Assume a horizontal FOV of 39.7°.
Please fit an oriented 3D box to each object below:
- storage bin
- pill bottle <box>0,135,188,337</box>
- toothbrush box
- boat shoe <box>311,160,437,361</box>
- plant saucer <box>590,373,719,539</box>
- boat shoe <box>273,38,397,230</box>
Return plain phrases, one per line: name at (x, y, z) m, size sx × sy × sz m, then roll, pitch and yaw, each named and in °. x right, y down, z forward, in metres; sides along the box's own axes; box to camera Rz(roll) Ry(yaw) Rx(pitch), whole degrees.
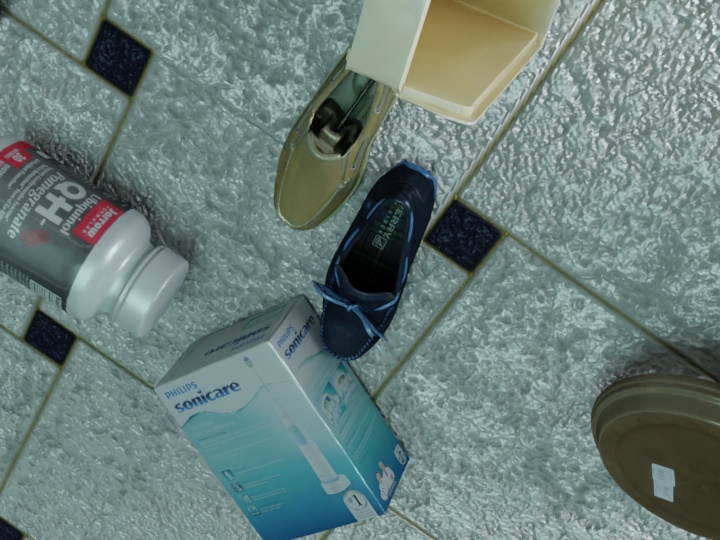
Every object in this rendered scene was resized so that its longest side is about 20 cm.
storage bin at (0.084, -0.219, 0.609) m, size 0.094 × 0.199 × 0.200 m, roll 25°, pitch 124°, yaw 10°
pill bottle at (-0.260, -0.026, 0.896) m, size 0.200 × 0.111 × 0.111 m, roll 31°, pitch 124°, yaw 1°
toothbrush box at (-0.072, 0.145, 0.938) m, size 0.146 × 0.085 × 0.200 m, roll -24°, pitch 108°, yaw 30°
boat shoe at (0.000, 0.000, 0.839) m, size 0.084 × 0.069 × 0.200 m, roll 20°, pitch 123°, yaw 8°
plant saucer at (0.278, 0.160, 0.807) m, size 0.200 × 0.029 × 0.200 m, roll 25°, pitch 147°, yaw 18°
boat shoe at (-0.025, -0.104, 0.786) m, size 0.072 × 0.076 × 0.200 m, roll 29°, pitch 124°, yaw 2°
